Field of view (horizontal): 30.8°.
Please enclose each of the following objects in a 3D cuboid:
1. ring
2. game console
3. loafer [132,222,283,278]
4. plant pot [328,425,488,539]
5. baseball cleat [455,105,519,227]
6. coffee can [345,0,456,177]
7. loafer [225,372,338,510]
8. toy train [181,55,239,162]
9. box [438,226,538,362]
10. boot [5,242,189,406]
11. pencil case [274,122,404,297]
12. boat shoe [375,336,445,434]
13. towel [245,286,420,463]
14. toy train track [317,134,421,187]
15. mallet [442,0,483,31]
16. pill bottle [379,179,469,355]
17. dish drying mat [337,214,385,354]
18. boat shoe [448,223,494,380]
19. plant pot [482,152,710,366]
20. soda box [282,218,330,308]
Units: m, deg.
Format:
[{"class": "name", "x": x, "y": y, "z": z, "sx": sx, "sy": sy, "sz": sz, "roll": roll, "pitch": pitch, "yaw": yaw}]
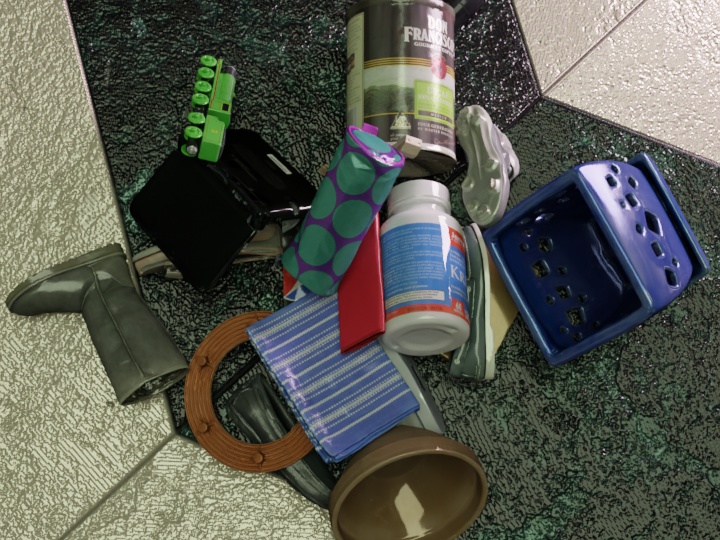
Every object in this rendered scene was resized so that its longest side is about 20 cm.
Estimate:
[{"class": "ring", "x": -0.127, "y": 0.149, "z": 1.626, "sx": 0.198, "sy": 0.019, "sz": 0.203, "roll": -2, "pitch": 80, "yaw": 13}, {"class": "game console", "x": -0.168, "y": -0.081, "z": 1.666, "sx": 0.174, "sy": 0.117, "sz": 0.200, "roll": -9, "pitch": 41, "yaw": -40}, {"class": "loafer", "x": -0.193, "y": -0.020, "z": 1.692, "sx": 0.198, "sy": 0.072, "sz": 0.064, "roll": -18, "pitch": 88, "yaw": -8}, {"class": "plant pot", "x": 0.050, "y": 0.259, "z": 1.613, "sx": 0.198, "sy": 0.202, "sz": 0.093, "roll": -17, "pitch": 43, "yaw": -5}, {"class": "baseball cleat", "x": 0.174, "y": -0.125, "z": 1.683, "sx": 0.069, "sy": 0.106, "sz": 0.202, "roll": -29, "pitch": 46, "yaw": 30}, {"class": "coffee can", "x": 0.052, "y": -0.236, "z": 1.697, "sx": 0.144, "sy": 0.146, "sz": 0.203, "roll": 0, "pitch": 80, "yaw": -2}, {"class": "loafer", "x": -0.085, "y": 0.216, "z": 1.647, "sx": 0.070, "sy": 0.068, "sz": 0.201, "roll": -46, "pitch": 80, "yaw": 9}, {"class": "toy train", "x": -0.192, "y": -0.211, "z": 1.687, "sx": 0.056, "sy": 0.042, "sz": 0.201, "roll": 13, "pitch": 41, "yaw": -8}, {"class": "box", "x": 0.111, "y": 0.023, "z": 1.714, "sx": 0.198, "sy": 0.021, "sz": 0.165, "roll": 30, "pitch": 81, "yaw": 3}, {"class": "boot", "x": -0.334, "y": 0.082, "z": 1.656, "sx": 0.180, "sy": 0.073, "sz": 0.202, "roll": -25, "pitch": 77, "yaw": -6}, {"class": "pencil case", "x": -0.024, "y": -0.072, "z": 1.578, "sx": 0.084, "sy": 0.093, "sz": 0.201, "roll": 23, "pitch": 113, "yaw": -15}, {"class": "boat shoe", "x": 0.036, "y": 0.132, "z": 1.663, "sx": 0.065, "sy": 0.074, "sz": 0.202, "roll": -28, "pitch": 85, "yaw": 13}, {"class": "towel", "x": -0.033, "y": 0.120, "z": 1.594, "sx": 0.144, "sy": 0.024, "sz": 0.201, "roll": -28, "pitch": 75, "yaw": -23}, {"class": "toy train track", "x": 0.018, "y": -0.116, "z": 1.650, "sx": 0.114, "sy": 0.200, "sz": 0.033, "roll": 16, "pitch": 65, "yaw": -23}, {"class": "mallet", "x": 0.072, "y": -0.400, "z": 1.786, "sx": 0.199, "sy": 0.041, "sz": 0.066, "roll": 36, "pitch": 83, "yaw": 9}, {"class": "pill bottle", "x": 0.076, "y": -0.006, "z": 1.628, "sx": 0.111, "sy": 0.113, "sz": 0.202, "roll": -1, "pitch": 64, "yaw": -2}, {"class": "dish drying mat", "x": 0.000, "y": 0.000, "z": 1.619, "sx": 0.018, "sy": 0.076, "sz": 0.202, "roll": 23, "pitch": 51, "yaw": -39}, {"class": "boat shoe", "x": 0.134, "y": 0.039, "z": 1.664, "sx": 0.061, "sy": 0.073, "sz": 0.203, "roll": -3, "pitch": 80, "yaw": -1}, {"class": "plant pot", "x": 0.304, "y": -0.022, "z": 1.630, "sx": 0.179, "sy": 0.200, "sz": 0.202, "roll": -20, "pitch": 79, "yaw": -40}, {"class": "soda box", "x": -0.066, "y": 0.012, "z": 1.686, "sx": 0.062, "sy": 0.071, "sz": 0.203, "roll": -3, "pitch": 80, "yaw": 3}]
